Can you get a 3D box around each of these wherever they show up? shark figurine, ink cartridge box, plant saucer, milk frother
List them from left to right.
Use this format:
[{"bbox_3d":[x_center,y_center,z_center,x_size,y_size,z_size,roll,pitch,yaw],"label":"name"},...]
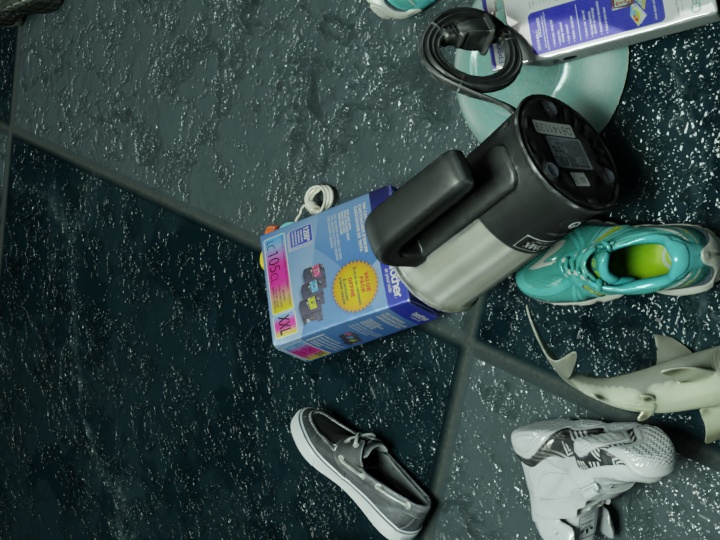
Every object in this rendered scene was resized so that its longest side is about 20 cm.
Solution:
[{"bbox_3d":[0.000,0.000,1.079,0.200,0.076,0.137,-20,66,23],"label":"ink cartridge box"},{"bbox_3d":[0.094,-0.098,0.905,0.188,0.180,0.200,-39,44,42],"label":"milk frother"},{"bbox_3d":[0.159,-0.200,0.974,0.201,0.039,0.202,5,97,43],"label":"plant saucer"},{"bbox_3d":[0.206,-0.243,0.889,0.199,0.039,0.100,-9,87,26],"label":"ink cartridge box"},{"bbox_3d":[0.249,0.081,0.878,0.090,0.214,0.128,-89,-3,-47],"label":"shark figurine"}]

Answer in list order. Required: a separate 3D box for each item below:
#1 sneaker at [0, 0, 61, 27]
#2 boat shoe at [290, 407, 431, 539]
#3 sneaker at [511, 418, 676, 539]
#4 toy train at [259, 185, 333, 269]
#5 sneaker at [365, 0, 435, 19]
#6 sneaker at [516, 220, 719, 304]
[{"bbox_3d":[-0.537,-0.436,1.585,0.200,0.075,0.080,-2,91,43],"label":"sneaker"},{"bbox_3d":[0.001,0.214,1.145,0.200,0.072,0.068,44,124,28],"label":"boat shoe"},{"bbox_3d":[0.216,0.199,0.921,0.200,0.075,0.115,-8,93,63],"label":"sneaker"},{"bbox_3d":[-0.033,0.007,1.174,0.150,0.056,0.200,-36,60,16],"label":"toy train"},{"bbox_3d":[0.039,-0.366,1.062,0.079,0.077,0.201,-9,93,24],"label":"sneaker"},{"bbox_3d":[0.217,-0.010,0.900,0.200,0.080,0.078,-9,87,45],"label":"sneaker"}]
